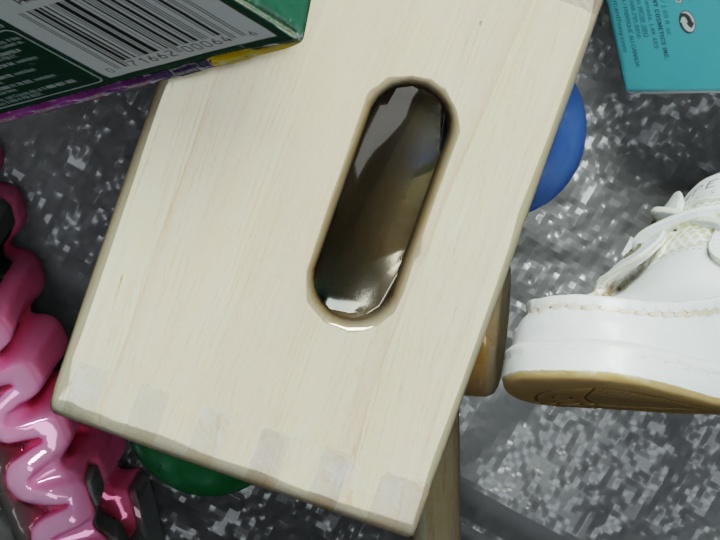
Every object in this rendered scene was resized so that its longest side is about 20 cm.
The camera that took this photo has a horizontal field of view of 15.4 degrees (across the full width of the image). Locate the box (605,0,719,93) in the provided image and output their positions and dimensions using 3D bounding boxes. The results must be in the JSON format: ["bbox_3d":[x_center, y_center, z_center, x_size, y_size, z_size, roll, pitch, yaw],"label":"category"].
[{"bbox_3d":[0.156,-0.082,0.716,0.082,0.200,0.049,-21,104,-30],"label":"box"}]

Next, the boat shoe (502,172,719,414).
[{"bbox_3d":[0.102,0.005,0.759,0.070,0.200,0.070,4,92,32],"label":"boat shoe"}]

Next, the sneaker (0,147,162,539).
[{"bbox_3d":[-0.137,0.028,0.811,0.095,0.079,0.201,-19,100,15],"label":"sneaker"}]

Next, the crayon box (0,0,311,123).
[{"bbox_3d":[-0.089,-0.128,0.686,0.058,0.199,0.173,28,62,-42],"label":"crayon box"}]

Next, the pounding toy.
[{"bbox_3d":[0.000,0.000,0.759,0.141,0.184,0.201,19,92,-4],"label":"pounding toy"}]
